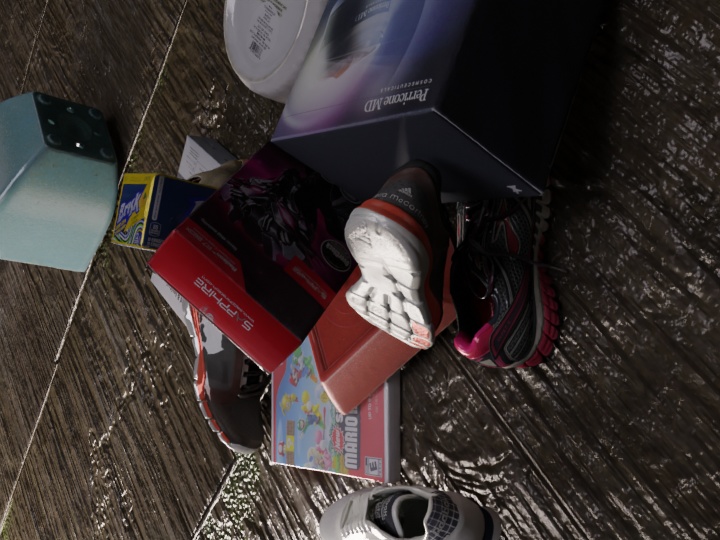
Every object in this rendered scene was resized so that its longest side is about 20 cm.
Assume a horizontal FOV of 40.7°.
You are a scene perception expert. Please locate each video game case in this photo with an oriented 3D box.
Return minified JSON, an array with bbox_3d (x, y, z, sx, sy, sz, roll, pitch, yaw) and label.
[{"bbox_3d":[-0.029,0.128,0.962,0.200,0.017,0.144,-6,83,53],"label":"video game case"}]

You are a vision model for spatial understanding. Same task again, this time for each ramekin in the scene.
[{"bbox_3d":[-0.050,-0.253,0.947,0.200,0.105,0.201,-5,84,52],"label":"ramekin"}]

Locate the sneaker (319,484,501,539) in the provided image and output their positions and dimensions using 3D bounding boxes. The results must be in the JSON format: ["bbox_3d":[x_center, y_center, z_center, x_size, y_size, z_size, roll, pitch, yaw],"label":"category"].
[{"bbox_3d":[0.023,0.209,0.820,0.200,0.080,0.077,-17,53,47],"label":"sneaker"}]

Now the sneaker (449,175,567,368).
[{"bbox_3d":[0.103,-0.026,0.751,0.081,0.074,0.201,-25,67,50],"label":"sneaker"}]

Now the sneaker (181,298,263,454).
[{"bbox_3d":[-0.134,0.099,1.060,0.082,0.077,0.201,-20,84,23],"label":"sneaker"}]

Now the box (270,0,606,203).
[{"bbox_3d":[0.059,-0.163,0.728,0.200,0.123,0.199,0,65,53],"label":"box"}]

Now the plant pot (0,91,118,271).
[{"bbox_3d":[-0.466,-0.146,1.430,0.200,0.195,0.197,-46,52,31],"label":"plant pot"}]

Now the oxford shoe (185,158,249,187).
[{"bbox_3d":[-0.150,-0.082,0.990,0.200,0.075,0.071,-148,65,-75],"label":"oxford shoe"}]

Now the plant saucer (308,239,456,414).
[{"bbox_3d":[0.000,0.000,0.898,0.200,0.037,0.200,-46,48,38],"label":"plant saucer"}]

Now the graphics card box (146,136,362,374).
[{"bbox_3d":[-0.064,-0.025,0.775,0.125,0.200,0.051,42,127,-4],"label":"graphics card box"}]

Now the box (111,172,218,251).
[{"bbox_3d":[-0.110,-0.035,0.854,0.070,0.200,0.065,8,88,53],"label":"box"}]

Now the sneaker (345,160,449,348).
[{"bbox_3d":[0.041,-0.009,0.715,0.077,0.082,0.200,29,158,13],"label":"sneaker"}]

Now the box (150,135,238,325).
[{"bbox_3d":[-0.186,-0.041,1.166,0.156,0.041,0.201,42,121,46],"label":"box"}]
